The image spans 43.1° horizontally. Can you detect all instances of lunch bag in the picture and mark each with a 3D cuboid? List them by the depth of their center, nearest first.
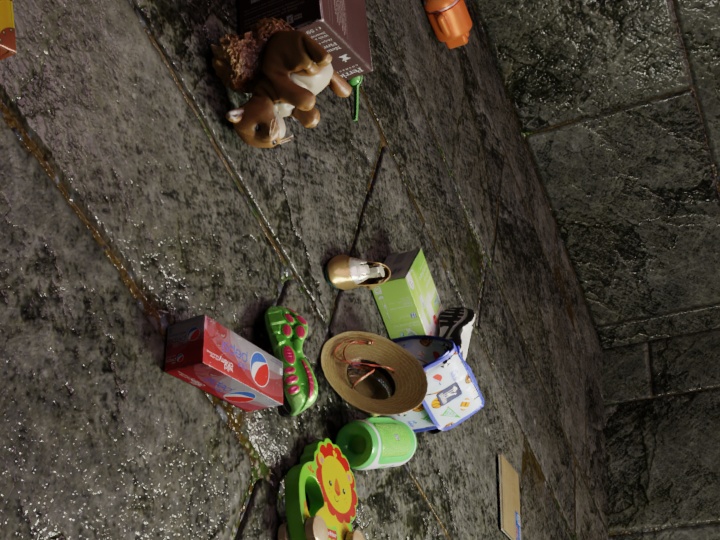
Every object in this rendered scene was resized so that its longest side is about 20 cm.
[{"bbox_3d":[0.115,0.214,1.710,0.124,0.199,0.170,-77,146,-47],"label":"lunch bag"}]

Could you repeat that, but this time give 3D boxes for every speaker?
[{"bbox_3d":[0.031,0.307,1.614,0.200,0.088,0.089,19,61,-63],"label":"speaker"}]

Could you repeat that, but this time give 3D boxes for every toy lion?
[{"bbox_3d":[-0.059,0.353,1.423,0.200,0.068,0.193,41,35,-54],"label":"toy lion"}]

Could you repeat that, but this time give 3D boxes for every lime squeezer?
[{"bbox_3d":[-0.022,-0.426,1.950,0.071,0.038,0.201,-48,123,-63],"label":"lime squeezer"}]

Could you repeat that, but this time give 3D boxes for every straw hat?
[{"bbox_3d":[0.014,0.205,1.601,0.201,0.200,0.085,-69,178,-53],"label":"straw hat"}]

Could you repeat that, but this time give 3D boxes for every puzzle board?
[{"bbox_3d":[0.385,0.598,2.363,0.151,0.017,0.201,52,34,-47],"label":"puzzle board"}]

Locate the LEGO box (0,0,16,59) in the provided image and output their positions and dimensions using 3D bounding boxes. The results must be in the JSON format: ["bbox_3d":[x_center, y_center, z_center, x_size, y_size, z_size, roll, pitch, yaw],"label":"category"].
[{"bbox_3d":[-0.422,-0.228,0.773,0.200,0.148,0.078,12,67,-64],"label":"LEGO box"}]

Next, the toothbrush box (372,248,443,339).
[{"bbox_3d":[0.107,0.078,1.914,0.146,0.086,0.201,-55,129,-60],"label":"toothbrush box"}]

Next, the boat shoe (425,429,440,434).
[{"bbox_3d":[0.131,0.253,1.887,0.063,0.073,0.202,-81,153,-55],"label":"boat shoe"}]

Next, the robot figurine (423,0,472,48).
[{"bbox_3d":[0.254,-0.754,2.669,0.144,0.116,0.200,-43,127,-18],"label":"robot figurine"}]

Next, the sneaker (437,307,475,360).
[{"bbox_3d":[0.194,0.148,1.904,0.200,0.073,0.080,-57,146,-52],"label":"sneaker"}]

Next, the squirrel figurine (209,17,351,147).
[{"bbox_3d":[-0.147,-0.296,1.455,0.200,0.187,0.142,42,1,12],"label":"squirrel figurine"}]

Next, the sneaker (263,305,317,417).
[{"bbox_3d":[-0.120,0.135,1.390,0.076,0.084,0.201,17,40,-27],"label":"sneaker"}]

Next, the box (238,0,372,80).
[{"bbox_3d":[-0.098,-0.442,1.618,0.200,0.165,0.165,29,51,-60],"label":"box"}]

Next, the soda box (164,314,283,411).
[{"bbox_3d":[-0.182,0.131,1.244,0.200,0.063,0.070,41,41,-53],"label":"soda box"}]

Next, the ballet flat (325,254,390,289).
[{"bbox_3d":[0.000,0.000,1.736,0.200,0.063,0.069,1,76,-66],"label":"ballet flat"}]
